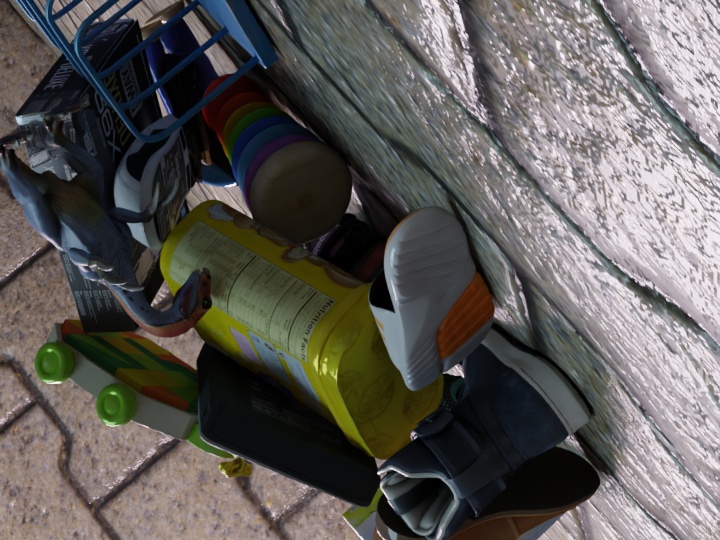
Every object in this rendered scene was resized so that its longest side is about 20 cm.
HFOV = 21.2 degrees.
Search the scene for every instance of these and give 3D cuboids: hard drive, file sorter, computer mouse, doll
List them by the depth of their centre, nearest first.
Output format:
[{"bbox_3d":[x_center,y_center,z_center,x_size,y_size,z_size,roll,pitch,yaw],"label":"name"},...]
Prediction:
[{"bbox_3d":[-0.181,-0.211,1.414,0.200,0.122,0.139,47,172,41],"label":"file sorter"},{"bbox_3d":[-0.059,0.113,1.503,0.139,0.033,0.200,24,-170,-10],"label":"hard drive"},{"bbox_3d":[-0.160,-0.085,1.512,0.200,0.044,0.110,-72,-20,-60],"label":"computer mouse"},{"bbox_3d":[-0.130,-0.127,1.660,0.048,0.137,0.201,-21,109,38],"label":"doll"}]

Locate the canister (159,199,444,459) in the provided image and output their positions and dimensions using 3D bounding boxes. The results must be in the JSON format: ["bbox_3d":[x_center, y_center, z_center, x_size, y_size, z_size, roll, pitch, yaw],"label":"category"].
[{"bbox_3d":[-0.047,0.040,1.449,0.199,0.087,0.149,30,158,35],"label":"canister"}]

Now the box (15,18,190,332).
[{"bbox_3d":[-0.200,-0.076,1.534,0.158,0.049,0.201,-67,-30,-55],"label":"box"}]

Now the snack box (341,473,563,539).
[{"bbox_3d":[0.086,0.206,1.691,0.068,0.169,0.200,49,174,-18],"label":"snack box"}]

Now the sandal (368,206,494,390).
[{"bbox_3d":[0.041,0.005,1.306,0.059,0.079,0.207,48,165,30],"label":"sandal"}]

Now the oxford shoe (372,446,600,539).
[{"bbox_3d":[0.090,0.180,1.434,0.071,0.199,0.072,51,141,38],"label":"oxford shoe"}]

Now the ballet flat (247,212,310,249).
[{"bbox_3d":[-0.070,-0.020,1.770,0.067,0.075,0.201,5,130,34],"label":"ballet flat"}]

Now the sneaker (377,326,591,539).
[{"bbox_3d":[0.072,0.117,1.387,0.077,0.146,0.202,50,176,-9],"label":"sneaker"}]

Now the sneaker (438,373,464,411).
[{"bbox_3d":[0.073,0.123,1.718,0.200,0.091,0.078,-92,-22,-68],"label":"sneaker"}]

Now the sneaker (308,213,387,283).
[{"bbox_3d":[0.000,0.000,1.537,0.098,0.071,0.200,43,175,2],"label":"sneaker"}]

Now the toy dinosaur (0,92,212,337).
[{"bbox_3d":[-0.189,-0.033,1.412,0.200,0.105,0.182,3,123,55],"label":"toy dinosaur"}]

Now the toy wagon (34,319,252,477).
[{"bbox_3d":[-0.159,0.100,1.533,0.199,0.040,0.155,30,-169,28],"label":"toy wagon"}]

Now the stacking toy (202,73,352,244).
[{"bbox_3d":[-0.081,-0.101,1.554,0.086,0.085,0.200,55,176,-37],"label":"stacking toy"}]
